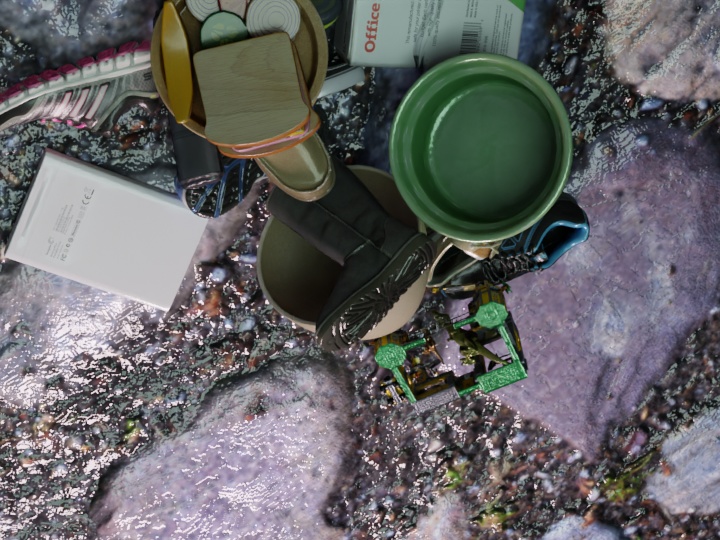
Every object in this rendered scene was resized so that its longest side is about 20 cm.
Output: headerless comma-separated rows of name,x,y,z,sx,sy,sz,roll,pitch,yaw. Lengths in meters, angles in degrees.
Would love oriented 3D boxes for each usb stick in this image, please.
usb stick,-0.185,-0.187,1.588,0.055,0.033,0.201,-13,82,21

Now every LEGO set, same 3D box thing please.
LEGO set,0.110,0.078,1.793,0.199,0.116,0.154,-30,120,16

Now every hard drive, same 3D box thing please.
hard drive,-0.287,-0.044,1.678,0.199,0.027,0.132,20,105,-21

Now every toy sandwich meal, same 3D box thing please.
toy sandwich meal,-0.124,-0.215,1.508,0.204,0.070,0.207,0,91,0

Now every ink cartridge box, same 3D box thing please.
ink cartridge box,0.077,-0.302,1.639,0.199,0.083,0.147,1,112,-17

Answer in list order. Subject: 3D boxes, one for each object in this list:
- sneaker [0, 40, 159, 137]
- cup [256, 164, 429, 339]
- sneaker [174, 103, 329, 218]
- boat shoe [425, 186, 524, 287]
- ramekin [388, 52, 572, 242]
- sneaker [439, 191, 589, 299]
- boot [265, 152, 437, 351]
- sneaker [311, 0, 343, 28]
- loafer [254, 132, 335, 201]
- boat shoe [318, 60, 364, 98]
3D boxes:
sneaker,-0.304,-0.177,1.591,0.199,0.074,0.088,-21,110,-11
cup,0.000,0.000,1.701,0.200,0.201,0.143,-38,146,2
sneaker,-0.125,-0.135,1.662,0.199,0.077,0.076,-31,119,-20
boat shoe,0.138,-0.045,1.715,0.074,0.069,0.200,16,144,-34
ramekin,0.138,-0.132,1.606,0.199,0.098,0.201,1,92,17
sneaker,0.184,-0.025,1.784,0.199,0.082,0.073,-33,118,1
boot,-0.037,-0.027,1.602,0.182,0.200,0.073,-42,151,-18
sneaker,-0.108,-0.310,1.574,0.199,0.074,0.081,13,148,-21
loafer,-0.100,-0.159,1.579,0.076,0.067,0.200,-38,93,3
boat shoe,-0.096,-0.215,1.642,0.199,0.070,0.067,-14,102,-2
